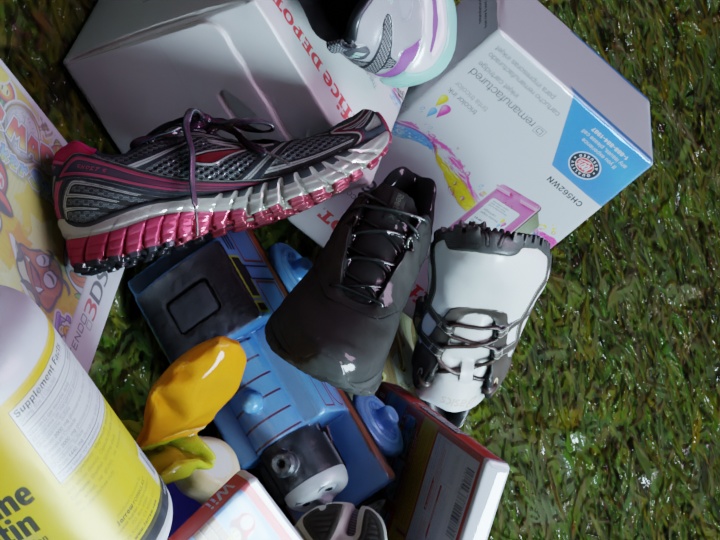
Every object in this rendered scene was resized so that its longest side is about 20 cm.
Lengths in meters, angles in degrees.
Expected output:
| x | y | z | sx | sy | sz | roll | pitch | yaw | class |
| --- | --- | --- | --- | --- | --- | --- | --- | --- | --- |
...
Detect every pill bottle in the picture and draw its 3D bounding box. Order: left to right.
| x | y | z | sx | sy | sz | roll | pitch | yaw | class |
| --- | --- | --- | --- | --- | --- | --- | --- | --- | --- |
| -0.188 | 0.079 | 1.334 | 0.200 | 0.112 | 0.112 | 57 | 33 | -29 | pill bottle |

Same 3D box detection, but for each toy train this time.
| x | y | z | sx | sy | sz | roll | pitch | yaw | class |
| --- | --- | --- | --- | --- | --- | --- | --- | --- | --- |
| -0.053 | 0.064 | 1.574 | 0.201 | 0.087 | 0.114 | 61 | 21 | 13 | toy train |

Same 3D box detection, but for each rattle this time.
| x | y | z | sx | sy | sz | roll | pitch | yaw | class |
| --- | --- | --- | --- | --- | --- | --- | --- | --- | --- |
| -0.085 | 0.161 | 1.430 | 0.130 | 0.143 | 0.201 | 27 | 48 | -39 | rattle |

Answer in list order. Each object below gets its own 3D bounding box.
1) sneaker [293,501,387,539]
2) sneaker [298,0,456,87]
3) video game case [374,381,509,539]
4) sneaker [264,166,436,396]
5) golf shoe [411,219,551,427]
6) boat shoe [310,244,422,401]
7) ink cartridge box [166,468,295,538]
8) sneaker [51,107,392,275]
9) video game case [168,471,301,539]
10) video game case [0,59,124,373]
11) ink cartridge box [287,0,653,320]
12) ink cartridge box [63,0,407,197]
| x | y | z | sx | sy | sz | roll | pitch | yaw | class |
| --- | --- | --- | --- | --- | --- | --- | --- | --- | --- |
| -0.021 | 0.234 | 1.523 | 0.083 | 0.080 | 0.201 | 20 | 78 | -70 | sneaker |
| -0.005 | -0.215 | 1.537 | 0.140 | 0.077 | 0.201 | 15 | 62 | -56 | sneaker |
| 0.027 | 0.157 | 1.578 | 0.017 | 0.200 | 0.144 | 15 | 96 | -20 | video game case |
| 0.000 | 0.000 | 1.529 | 0.076 | 0.091 | 0.200 | 24 | 27 | -3 | sneaker |
| 0.072 | 0.036 | 1.616 | 0.200 | 0.077 | 0.095 | 98 | 0 | -68 | golf shoe |
| 0.002 | 0.066 | 1.723 | 0.066 | 0.074 | 0.201 | 27 | 36 | -41 | boat shoe |
| -0.081 | 0.207 | 1.540 | 0.200 | 0.043 | 0.199 | 37 | 47 | -48 | ink cartridge box |
| -0.077 | -0.059 | 1.494 | 0.081 | 0.199 | 0.075 | 153 | -80 | -73 | sneaker |
| -0.095 | 0.224 | 1.398 | 0.200 | 0.017 | 0.143 | -44 | 121 | -15 | video game case |
| -0.204 | -0.023 | 1.447 | 0.200 | 0.023 | 0.183 | 53 | 35 | -35 | video game case |
| 0.069 | -0.071 | 1.698 | 0.144 | 0.200 | 0.085 | 38 | 29 | -21 | ink cartridge box |
| -0.063 | -0.147 | 1.629 | 0.148 | 0.144 | 0.200 | 57 | 33 | -27 | ink cartridge box |
